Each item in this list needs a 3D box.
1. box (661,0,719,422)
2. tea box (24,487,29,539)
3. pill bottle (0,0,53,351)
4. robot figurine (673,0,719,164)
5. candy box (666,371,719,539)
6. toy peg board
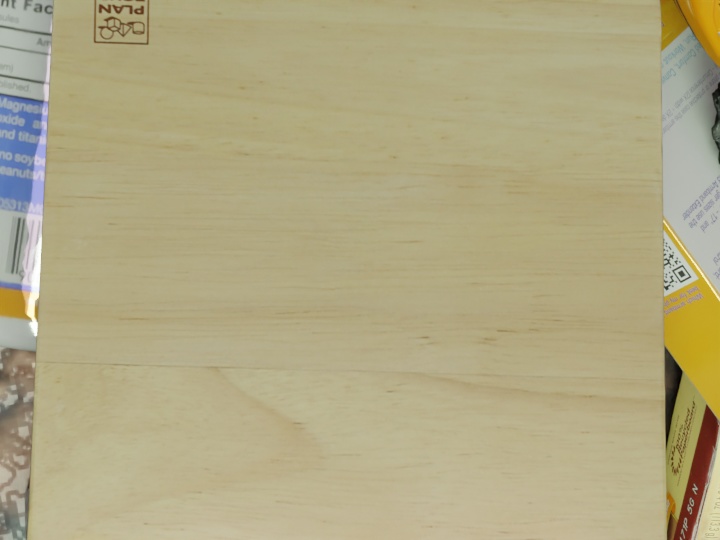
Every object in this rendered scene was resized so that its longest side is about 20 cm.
[{"bbox_3d":[0.150,-0.010,0.742,0.201,0.041,0.119,55,45,-6],"label":"box"},{"bbox_3d":[-0.055,0.192,0.719,0.133,0.200,0.198,-4,97,-10],"label":"tea box"},{"bbox_3d":[-0.109,-0.076,0.720,0.111,0.112,0.202,7,95,-11],"label":"pill bottle"},{"bbox_3d":[0.171,-0.102,0.670,0.145,0.058,0.200,-40,125,1],"label":"robot figurine"},{"bbox_3d":[0.226,0.100,0.814,0.198,0.055,0.116,2,119,-9],"label":"candy box"},{"bbox_3d":[-0.007,0.007,0.650,0.198,0.098,0.201,2,79,-7],"label":"toy peg board"}]
